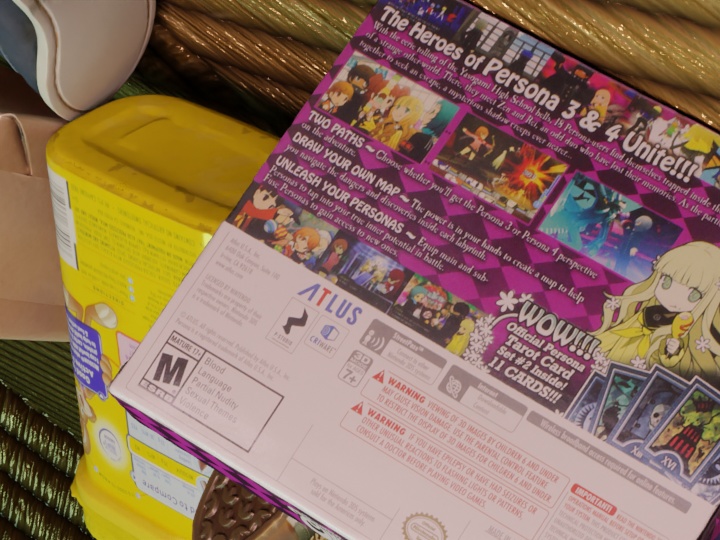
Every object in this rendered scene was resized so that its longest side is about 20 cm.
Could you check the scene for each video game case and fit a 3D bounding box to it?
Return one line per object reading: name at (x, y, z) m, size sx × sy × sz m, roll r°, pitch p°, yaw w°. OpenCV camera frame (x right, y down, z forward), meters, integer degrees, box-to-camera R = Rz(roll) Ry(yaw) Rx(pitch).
video game case at (0.046, 0.018, 0.872) m, size 0.200 × 0.181 × 0.036 m, roll 29°, pitch 168°, yaw 21°

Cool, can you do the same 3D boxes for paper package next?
paper package at (-0.195, -0.045, 1.246) m, size 0.200 × 0.104 × 0.190 m, roll 21°, pitch -172°, yaw 31°

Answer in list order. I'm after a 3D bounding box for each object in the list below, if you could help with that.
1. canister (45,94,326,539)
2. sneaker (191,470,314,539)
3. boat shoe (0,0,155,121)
canister at (-0.066, 0.037, 1.158) m, size 0.148 × 0.086 × 0.200 m, roll 25°, pitch 131°, yaw 38°
sneaker at (0.024, 0.057, 1.082) m, size 0.090 × 0.200 × 0.067 m, roll 33°, pitch -173°, yaw -34°
boat shoe at (-0.139, -0.121, 1.092) m, size 0.062 × 0.075 × 0.200 m, roll 31°, pitch 173°, yaw 17°
